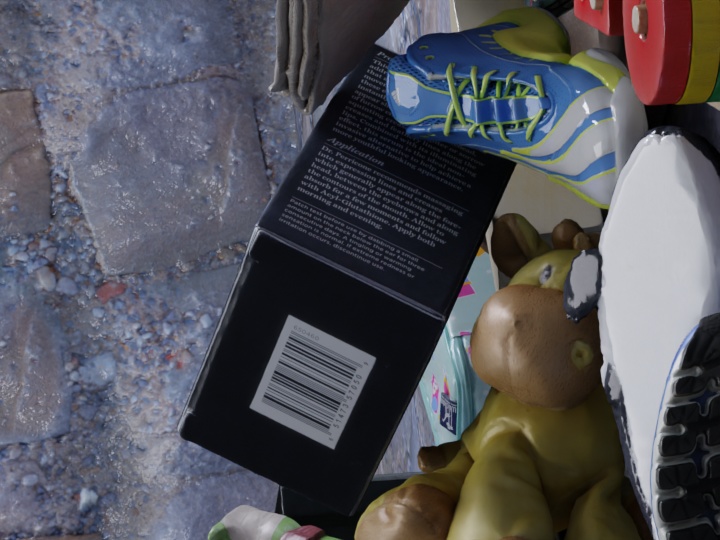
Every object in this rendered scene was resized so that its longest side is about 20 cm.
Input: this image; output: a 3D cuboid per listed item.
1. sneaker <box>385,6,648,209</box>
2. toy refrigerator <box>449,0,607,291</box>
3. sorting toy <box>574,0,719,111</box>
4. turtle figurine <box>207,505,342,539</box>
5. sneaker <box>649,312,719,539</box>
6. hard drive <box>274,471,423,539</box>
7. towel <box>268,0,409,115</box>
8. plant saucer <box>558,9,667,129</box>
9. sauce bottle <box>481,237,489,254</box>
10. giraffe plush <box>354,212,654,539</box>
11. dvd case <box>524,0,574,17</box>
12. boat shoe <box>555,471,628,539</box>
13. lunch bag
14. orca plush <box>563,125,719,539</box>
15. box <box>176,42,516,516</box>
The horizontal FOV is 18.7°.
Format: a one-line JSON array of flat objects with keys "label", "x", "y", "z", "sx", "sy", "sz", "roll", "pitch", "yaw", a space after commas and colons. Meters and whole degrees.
[{"label": "sneaker", "x": 0.072, "y": -0.075, "z": 1.089, "sx": 0.200, "sy": 0.104, "sz": 0.076, "roll": -124, "pitch": 25, "yaw": -67}, {"label": "toy refrigerator", "x": 0.101, "y": -0.082, "z": 1.313, "sx": 0.076, "sy": 0.069, "sz": 0.201, "roll": 82, "pitch": 180, "yaw": -55}, {"label": "sorting toy", "x": 0.135, "y": -0.163, "z": 0.908, "sx": 0.199, "sy": 0.069, "sz": 0.202, "roll": -116, "pitch": 23, "yaw": -74}, {"label": "turtle figurine", "x": -0.001, "y": 0.206, "z": 1.211, "sx": 0.144, "sy": 0.193, "sz": 0.202, "roll": 28, "pitch": -110, "yaw": -50}, {"label": "sneaker", "x": 0.150, "y": 0.115, "z": 0.914, "sx": 0.089, "sy": 0.078, "sz": 0.202, "roll": -133, "pitch": 39, "yaw": -76}, {"label": "hard drive", "x": 0.045, "y": 0.155, "z": 1.361, "sx": 0.140, "sy": 0.198, "sz": 0.033, "roll": 103, "pitch": 162, "yaw": -69}, {"label": "towel", "x": 0.021, "y": -0.180, "z": 1.122, "sx": 0.200, "sy": 0.034, "sz": 0.133, "roll": -49, "pitch": -13, "yaw": -23}, {"label": "plant saucer", "x": 0.132, "y": -0.144, "z": 1.142, "sx": 0.200, "sy": 0.032, "sz": 0.202, "roll": 177, "pitch": 90, "yaw": -85}, {"label": "sauce bottle", "x": 0.085, "y": -0.064, "z": 1.477, "sx": 0.200, "sy": 0.065, "sz": 0.067, "roll": -116, "pitch": 22, "yaw": -70}, {"label": "giraffe plush", "x": 0.100, "y": 0.066, "z": 1.081, "sx": 0.200, "sy": 0.171, "sz": 0.163, "roll": -61, "pitch": -18, "yaw": -68}, {"label": "dvd case", "x": 0.105, "y": -0.211, "z": 1.111, "sx": 0.200, "sy": 0.022, "sz": 0.147, "roll": 170, "pitch": 96, "yaw": -83}, {"label": "boat shoe", "x": 0.127, "y": 0.173, "z": 1.242, "sx": 0.075, "sy": 0.061, "sz": 0.202, "roll": 136, "pitch": 129, "yaw": -79}, {"label": "lunch bag", "x": 0.081, "y": 0.067, "z": 1.542, "sx": 0.201, "sy": 0.076, "sz": 0.161, "roll": -101, "pitch": 9, "yaw": -48}, {"label": "orca plush", "x": 0.159, "y": 0.036, "z": 0.989, "sx": 0.105, "sy": 0.071, "sz": 0.202, "roll": -18, "pitch": 84, "yaw": 38}, {"label": "box", "x": 0.000, "y": 0.000, "z": 1.163, "sx": 0.200, "sy": 0.106, "sz": 0.149, "roll": -62, "pitch": -3, "yaw": -53}]
